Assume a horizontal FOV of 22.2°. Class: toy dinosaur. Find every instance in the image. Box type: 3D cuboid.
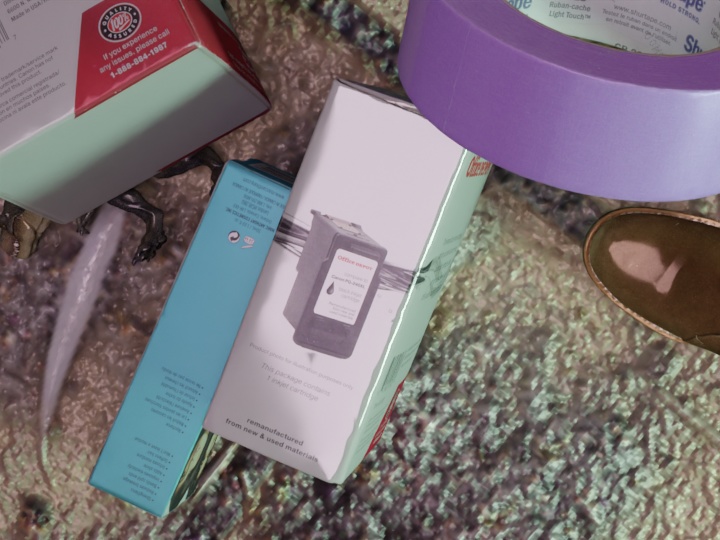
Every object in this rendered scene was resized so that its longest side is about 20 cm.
[{"bbox_3d":[-0.126,-0.061,1.069,0.200,0.047,0.088,-42,82,5],"label":"toy dinosaur"}]

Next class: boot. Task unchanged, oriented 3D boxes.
[{"bbox_3d":[0.215,0.024,1.015,0.200,0.075,0.074,28,99,6],"label":"boot"}]

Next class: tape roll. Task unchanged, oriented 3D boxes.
[{"bbox_3d":[0.122,-0.116,0.943,0.200,0.200,0.066,17,125,6],"label":"tape roll"}]

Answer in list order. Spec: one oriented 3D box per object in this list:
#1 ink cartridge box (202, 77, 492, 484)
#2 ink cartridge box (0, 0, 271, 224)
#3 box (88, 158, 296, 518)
[{"bbox_3d":[0.000,0.000,1.004,0.083,0.145,0.200,22,97,8],"label":"ink cartridge box"},{"bbox_3d":[-0.167,-0.154,0.997,0.145,0.145,0.200,-28,77,8],"label":"ink cartridge box"},{"bbox_3d":[-0.086,0.036,1.050,0.049,0.082,0.200,24,97,5],"label":"box"}]
